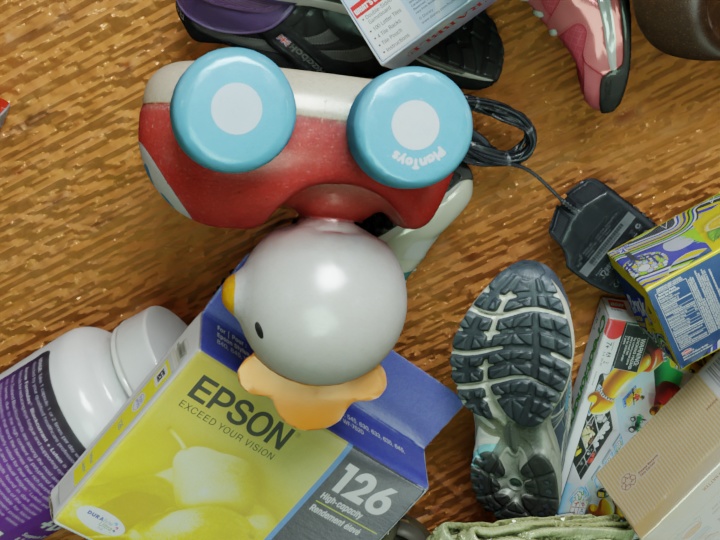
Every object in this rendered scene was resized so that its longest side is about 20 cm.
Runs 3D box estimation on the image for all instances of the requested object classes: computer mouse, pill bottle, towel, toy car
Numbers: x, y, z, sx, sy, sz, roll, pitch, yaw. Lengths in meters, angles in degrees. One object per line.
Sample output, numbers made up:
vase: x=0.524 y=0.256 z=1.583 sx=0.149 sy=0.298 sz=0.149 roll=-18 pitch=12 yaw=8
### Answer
computer mouse: x=0.122 y=-0.049 z=0.841 sx=0.200 sy=0.034 sz=0.059 roll=37 pitch=100 yaw=-21
pill bottle: x=-0.198 y=0.107 z=0.883 sx=0.200 sy=0.111 sz=0.112 roll=-31 pitch=111 yaw=15
towel: x=0.088 y=0.223 z=0.920 sx=0.148 sy=0.037 sz=0.200 roll=4 pitch=144 yaw=-24
toy car: x=-0.038 y=-0.010 z=0.728 sx=0.176 sy=0.184 sz=0.201 roll=4 pitch=92 yaw=-11

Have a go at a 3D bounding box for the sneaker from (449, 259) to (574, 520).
sneaker: x=0.106 y=0.070 z=0.877 sx=0.077 sy=0.086 sz=0.200 roll=8 pitch=126 yaw=14

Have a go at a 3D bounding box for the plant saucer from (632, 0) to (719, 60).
plant saucer: x=0.238 y=-0.191 z=0.717 sx=0.200 sy=0.035 sz=0.200 roll=-25 pitch=144 yaw=-20

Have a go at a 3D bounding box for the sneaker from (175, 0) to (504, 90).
sneaker: x=-0.013 y=-0.149 z=0.796 sx=0.200 sy=0.076 sz=0.088 roll=19 pitch=145 yaw=-17

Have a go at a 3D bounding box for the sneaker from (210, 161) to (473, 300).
sneaker: x=0.000 y=0.001 z=0.866 sx=0.200 sy=0.070 sz=0.093 roll=-37 pitch=133 yaw=11

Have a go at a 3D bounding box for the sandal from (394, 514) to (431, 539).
sandal: x=-0.029 y=0.255 z=0.984 sx=0.200 sy=0.055 sz=0.082 roll=-32 pitch=111 yaw=14

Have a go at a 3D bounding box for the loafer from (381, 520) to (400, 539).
loafer: x=-0.066 y=0.201 z=0.947 sx=0.200 sy=0.076 sz=0.068 roll=-26 pitch=119 yaw=12

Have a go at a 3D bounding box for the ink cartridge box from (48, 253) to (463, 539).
ink cartridge box: x=-0.058 y=0.120 z=0.838 sx=0.197 sy=0.047 sz=0.200 roll=35 pitch=104 yaw=-28

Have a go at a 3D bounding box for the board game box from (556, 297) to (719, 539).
board game box: x=0.206 y=0.122 z=0.930 sx=0.126 sy=0.035 sz=0.200 roll=10 pitch=115 yaw=-5

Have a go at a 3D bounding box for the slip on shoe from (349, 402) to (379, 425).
slip on shoe: x=-0.079 y=0.122 z=0.919 sx=0.200 sy=0.061 sz=0.076 roll=-28 pitch=131 yaw=16

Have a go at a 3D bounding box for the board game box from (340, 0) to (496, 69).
board game box: x=0.043 y=-0.247 z=0.707 sx=0.200 sy=0.041 sz=0.200 roll=-33 pitch=84 yaw=15

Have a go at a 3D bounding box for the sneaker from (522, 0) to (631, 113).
sneaker: x=0.107 y=-0.186 z=0.774 sx=0.087 sy=0.074 sz=0.201 roll=-12 pitch=108 yaw=16

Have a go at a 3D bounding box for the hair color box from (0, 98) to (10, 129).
hair color box: x=-0.295 y=-0.018 z=0.826 sx=0.064 sy=0.111 sz=0.200 roll=27 pitch=114 yaw=-11

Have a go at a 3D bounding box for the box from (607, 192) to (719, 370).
box: x=0.263 y=-0.022 z=0.822 sx=0.200 sy=0.070 sz=0.064 roll=-28 pitch=113 yaw=0

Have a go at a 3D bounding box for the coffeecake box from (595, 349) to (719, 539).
coffeecake box: x=0.286 y=0.148 z=0.887 sx=0.200 sy=0.073 sz=0.154 roll=35 pitch=103 yaw=-29
